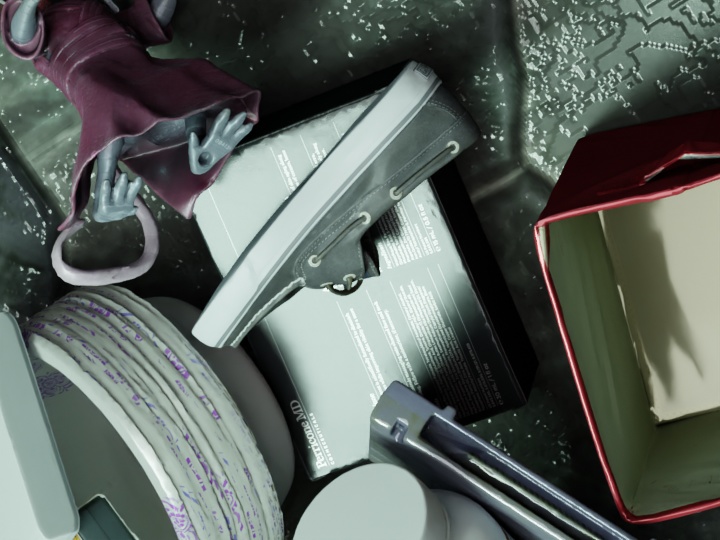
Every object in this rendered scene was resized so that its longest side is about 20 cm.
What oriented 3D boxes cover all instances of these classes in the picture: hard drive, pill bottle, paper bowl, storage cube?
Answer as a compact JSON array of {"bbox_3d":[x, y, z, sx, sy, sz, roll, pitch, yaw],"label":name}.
[{"bbox_3d":[-0.210,0.117,1.690,0.027,0.200,0.133,-15,76,-20],"label":"hard drive"},{"bbox_3d":[0.049,0.191,1.576,0.112,0.113,0.200,-27,134,19],"label":"pill bottle"},{"bbox_3d":[-0.116,0.097,1.686,0.104,0.200,0.201,-35,99,-25],"label":"paper bowl"},{"bbox_3d":[0.207,0.011,1.577,0.170,0.180,0.201,-15,104,16],"label":"storage cube"}]

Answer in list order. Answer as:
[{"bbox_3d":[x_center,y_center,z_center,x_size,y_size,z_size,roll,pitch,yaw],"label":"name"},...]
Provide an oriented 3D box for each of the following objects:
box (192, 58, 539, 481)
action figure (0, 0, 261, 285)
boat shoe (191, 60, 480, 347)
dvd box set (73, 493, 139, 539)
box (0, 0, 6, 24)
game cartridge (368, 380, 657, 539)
[{"bbox_3d":[0.000,0.000,1.673,0.140,0.079,0.201,-20,102,14],"label":"box"},{"bbox_3d":[-0.139,-0.109,1.642,0.200,0.133,0.150,50,132,40],"label":"action figure"},{"bbox_3d":[-0.011,-0.023,1.595,0.066,0.070,0.200,40,99,-4],"label":"boat shoe"},{"bbox_3d":[-0.141,0.218,1.717,0.029,0.200,0.147,-35,84,-24],"label":"dvd box set"},{"bbox_3d":[-0.301,-0.105,1.666,0.100,0.075,0.201,39,99,37],"label":"box"},{"bbox_3d":[0.094,0.134,1.586,0.199,0.130,0.039,33,82,7],"label":"game cartridge"}]
